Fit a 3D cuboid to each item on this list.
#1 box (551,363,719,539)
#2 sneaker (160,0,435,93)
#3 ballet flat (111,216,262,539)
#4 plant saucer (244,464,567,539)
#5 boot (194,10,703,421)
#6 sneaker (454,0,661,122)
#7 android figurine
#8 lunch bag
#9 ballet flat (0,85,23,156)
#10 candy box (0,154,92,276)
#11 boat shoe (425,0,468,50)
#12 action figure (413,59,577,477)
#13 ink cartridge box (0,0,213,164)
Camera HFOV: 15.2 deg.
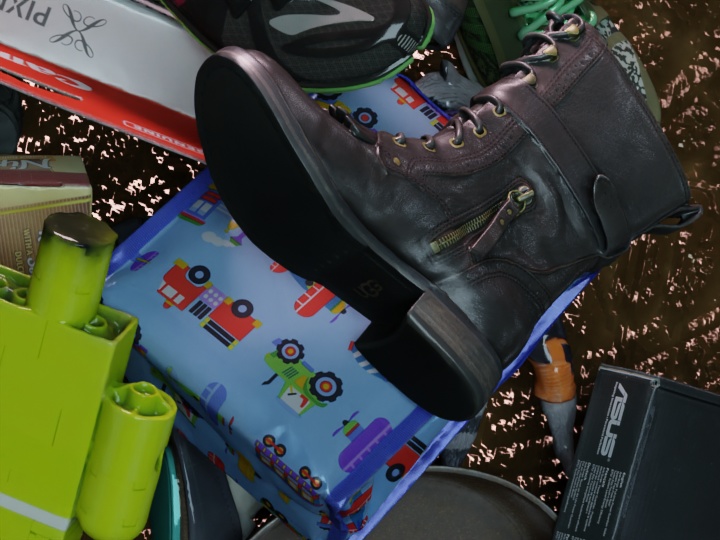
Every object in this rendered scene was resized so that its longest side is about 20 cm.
[{"bbox_3d":[0.166,0.160,1.279,0.193,0.048,0.200,18,87,-41],"label":"box"},{"bbox_3d":[-0.060,-0.143,1.151,0.200,0.084,0.077,31,75,4],"label":"sneaker"},{"bbox_3d":[-0.074,0.071,1.255,0.073,0.073,0.200,-11,91,-11],"label":"ballet flat"},{"bbox_3d":[0.010,0.169,1.258,0.200,0.032,0.200,-9,121,-15],"label":"plant saucer"},{"bbox_3d":[0.040,-0.053,1.132,0.200,0.069,0.174,51,60,-15],"label":"boot"},{"bbox_3d":[0.074,-0.132,1.269,0.077,0.089,0.200,-41,99,-8],"label":"sneaker"},{"bbox_3d":[-0.168,0.059,1.138,0.182,0.041,0.200,22,113,7],"label":"android figurine"},{"bbox_3d":[0.000,0.000,1.182,0.151,0.094,0.200,40,73,14],"label":"lunch bag"},{"bbox_3d":[-0.248,-0.041,1.233,0.200,0.057,0.066,-20,121,-6],"label":"ballet flat"},{"bbox_3d":[-0.184,0.049,1.213,0.115,0.055,0.200,1,106,-12],"label":"candy box"},{"bbox_3d":[-0.046,-0.142,1.226,0.201,0.072,0.066,9,65,7],"label":"boat shoe"},{"bbox_3d":[0.026,-0.001,1.272,0.200,0.105,0.194,1,84,3],"label":"action figure"},{"bbox_3d":[-0.144,-0.113,1.180,0.200,0.174,0.044,21,100,-12],"label":"ink cartridge box"}]
